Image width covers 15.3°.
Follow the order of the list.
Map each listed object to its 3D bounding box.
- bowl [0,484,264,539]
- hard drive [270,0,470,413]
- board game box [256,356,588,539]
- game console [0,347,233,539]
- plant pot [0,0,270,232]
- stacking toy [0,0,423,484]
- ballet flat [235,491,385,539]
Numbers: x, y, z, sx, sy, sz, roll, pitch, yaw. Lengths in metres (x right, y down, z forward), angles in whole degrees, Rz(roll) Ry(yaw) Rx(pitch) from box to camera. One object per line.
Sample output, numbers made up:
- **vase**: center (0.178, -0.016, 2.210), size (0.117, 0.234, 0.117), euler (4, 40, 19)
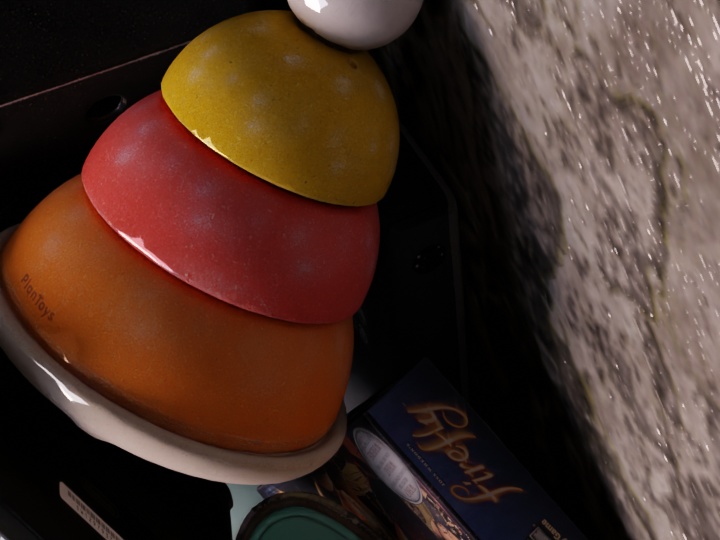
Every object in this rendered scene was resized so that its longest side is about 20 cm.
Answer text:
- **bowl**: center (-0.061, 0.110, 1.241), size (0.105, 0.201, 0.201), euler (38, 155, 21)
- **hard drive**: center (0.000, 0.000, 1.105), size (0.140, 0.033, 0.200), euler (55, 162, 36)
- **board game box**: center (0.034, 0.112, 1.060), size (0.136, 0.035, 0.200), euler (48, 162, 1)
- **game console**: center (-0.147, 0.075, 1.020), size (0.200, 0.116, 0.176), euler (48, -158, -37)
- **plant pot**: center (-0.135, -0.106, 1.048), size (0.177, 0.200, 0.200), euler (60, 159, 24)
- **stacking toy**: center (-0.032, -0.038, 0.937), size (0.200, 0.146, 0.146), euler (-59, 43, 22)
- **ballet flat**: center (0.014, 0.165, 1.061), size (0.200, 0.072, 0.072), euler (53, 169, -13)
